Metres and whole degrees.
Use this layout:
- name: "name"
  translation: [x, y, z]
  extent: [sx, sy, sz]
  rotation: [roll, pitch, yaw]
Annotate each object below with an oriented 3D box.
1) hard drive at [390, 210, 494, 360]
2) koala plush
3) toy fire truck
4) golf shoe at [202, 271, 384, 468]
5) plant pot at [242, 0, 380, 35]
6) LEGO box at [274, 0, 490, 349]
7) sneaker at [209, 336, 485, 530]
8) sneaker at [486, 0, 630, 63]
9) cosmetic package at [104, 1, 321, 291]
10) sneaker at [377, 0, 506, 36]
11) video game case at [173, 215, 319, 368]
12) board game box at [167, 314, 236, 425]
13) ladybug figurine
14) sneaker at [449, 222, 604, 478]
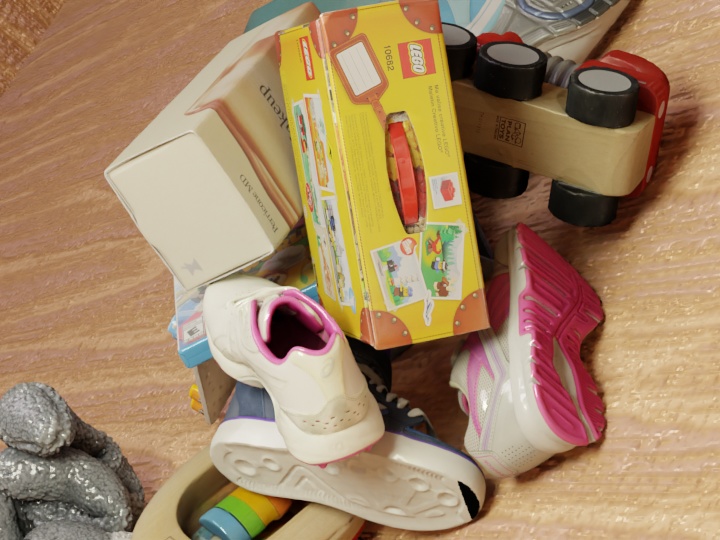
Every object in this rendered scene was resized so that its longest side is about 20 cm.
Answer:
- name: "hard drive"
  translation: [0.000, 0.000, 1.470]
  extent: [0.200, 0.042, 0.136]
  rotation: [-39, 62, 28]
- name: "koala plush"
  translation: [-0.228, 0.227, 1.555]
  extent: [0.178, 0.183, 0.200]
  rotation: [-48, 42, 6]
- name: "toy fire truck"
  translation: [0.132, -0.112, 1.357]
  extent: [0.200, 0.175, 0.130]
  rotation: [-42, -36, -54]
- name: "golf shoe"
  translation: [-0.048, 0.038, 1.231]
  extent: [0.075, 0.092, 0.200]
  rotation: [-25, 36, -17]
- name: "plant pot"
  translation: [0.001, -0.185, 1.731]
  extent: [0.199, 0.141, 0.142]
  rotation: [-29, 30, 37]
- name: "LEGO box"
  translation: [0.010, -0.062, 1.229]
  extent: [0.076, 0.202, 0.149]
  rotation: [-11, 6, -12]
- name: "sneaker"
  translation: [0.009, 0.083, 1.287]
  extent: [0.198, 0.081, 0.147]
  rotation: [6, 47, 28]
- name: "sneaker"
  translation: [0.130, -0.163, 1.503]
  extent: [0.200, 0.087, 0.074]
  rotation: [-39, 55, -10]
- name: "cosmetic package"
  translation: [-0.075, -0.088, 1.344]
  extent: [0.087, 0.104, 0.200]
  rotation: [-22, 21, 35]
- name: "sneaker"
  translation: [0.072, -0.211, 1.604]
  extent: [0.129, 0.080, 0.200]
  rotation: [10, 41, 24]
- name: "video game case"
  translation: [-0.069, -0.016, 1.410]
  extent: [0.142, 0.018, 0.200]
  rotation: [-26, 27, 7]
- name: "board game box"
  translation: [-0.090, 0.005, 1.586]
  extent: [0.201, 0.026, 0.200]
  rotation: [-62, -11, -20]
- name: "ladybug figurine"
  translation: [-0.069, 0.174, 1.322]
  extent: [0.199, 0.072, 0.135]
  rotation: [-35, 46, -25]
- name: "sneaker"
  translation: [0.095, 0.049, 1.233]
  extent: [0.088, 0.081, 0.201]
  rotation: [-37, 25, 29]
